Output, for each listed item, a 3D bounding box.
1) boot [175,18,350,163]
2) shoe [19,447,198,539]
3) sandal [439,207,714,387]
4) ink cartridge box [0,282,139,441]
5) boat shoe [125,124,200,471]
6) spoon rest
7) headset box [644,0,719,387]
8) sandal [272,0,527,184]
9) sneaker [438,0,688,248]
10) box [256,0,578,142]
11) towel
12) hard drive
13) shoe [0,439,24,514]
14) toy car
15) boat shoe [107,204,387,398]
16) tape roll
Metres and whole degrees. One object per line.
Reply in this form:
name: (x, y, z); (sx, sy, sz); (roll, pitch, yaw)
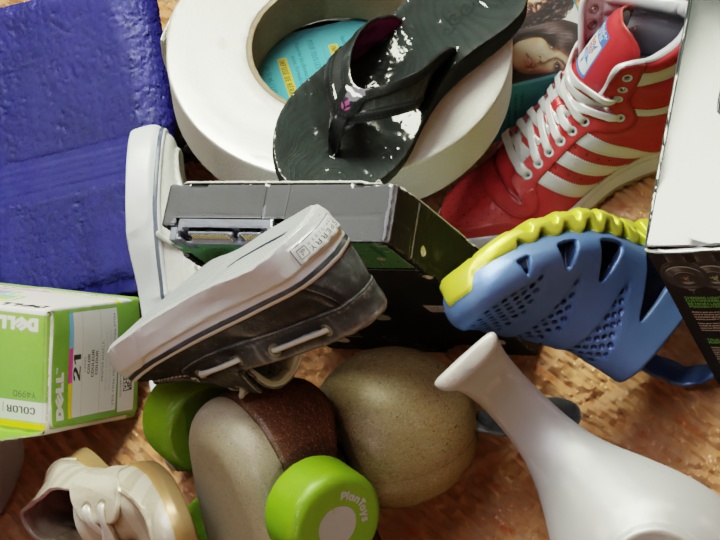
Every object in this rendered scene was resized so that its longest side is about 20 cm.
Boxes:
boot: (-0.052, -0.072, 1.433); (0.200, 0.069, 0.174); (-30, 49, 4)
shoe: (-0.138, 0.141, 1.284); (0.053, 0.070, 0.200); (-24, 11, -21)
sandal: (0.129, 0.018, 1.216); (0.079, 0.199, 0.087); (-38, 62, 48)
ink cartridge box: (-0.240, 0.052, 1.348); (0.147, 0.200, 0.076); (5, 95, 26)
boat shoe: (-0.084, 0.011, 1.352); (0.086, 0.075, 0.203); (-9, 83, 5)
spoon rest: (0.120, 0.116, 1.171); (0.099, 0.061, 0.200); (-41, 87, 7)
headset box: (0.222, -0.036, 1.174); (0.092, 0.200, 0.175); (-2, 57, 26)
sandal: (0.018, -0.115, 1.276); (0.075, 0.048, 0.201); (29, 60, 21)
sneaker: (0.119, -0.088, 1.323); (0.200, 0.113, 0.071); (-28, 48, 8)
box: (0.038, -0.113, 1.380); (0.199, 0.049, 0.082); (-14, 54, -7)
towel: (-0.173, -0.074, 1.451); (0.147, 0.050, 0.201); (-11, 85, 25)
hard drive: (0.000, 0.000, 1.264); (0.139, 0.200, 0.038); (1, 73, 29)
shoe: (-0.294, 0.156, 1.394); (0.091, 0.071, 0.200); (33, 81, 34)
toy car: (0.013, 0.106, 1.251); (0.200, 0.158, 0.164); (-26, 31, -24)
boat shoe: (-0.061, 0.032, 1.174); (0.072, 0.071, 0.200); (-44, 11, -34)
tape roll: (-0.013, -0.120, 1.334); (0.202, 0.037, 0.203); (-2, 54, 3)
